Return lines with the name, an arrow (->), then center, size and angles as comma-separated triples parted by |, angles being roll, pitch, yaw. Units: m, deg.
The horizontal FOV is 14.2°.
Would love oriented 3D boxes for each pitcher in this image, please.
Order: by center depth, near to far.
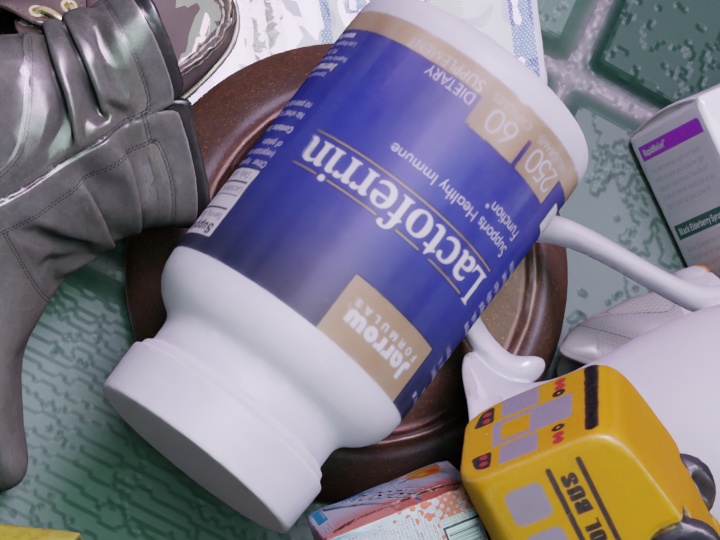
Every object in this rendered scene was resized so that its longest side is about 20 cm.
pitcher -> 0.133, 0.051, 1.188 | 0.199, 0.121, 0.172 | -7, 75, 13

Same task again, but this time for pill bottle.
pill bottle -> -0.008, -0.002, 1.165 | 0.116, 0.116, 0.200 | 38, 78, -7

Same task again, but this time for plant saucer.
plant saucer -> 0.000, 0.000, 1.244 | 0.200, 0.034, 0.201 | 1, 87, -16

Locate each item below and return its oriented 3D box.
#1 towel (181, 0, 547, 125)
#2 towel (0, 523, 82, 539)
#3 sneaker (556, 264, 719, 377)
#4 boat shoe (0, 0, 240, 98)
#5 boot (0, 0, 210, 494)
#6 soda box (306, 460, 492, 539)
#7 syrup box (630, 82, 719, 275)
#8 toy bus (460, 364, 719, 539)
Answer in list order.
towel -> -0.018, -0.137, 1.279 | 0.199, 0.024, 0.147 | -7, 85, -16
towel -> -0.203, 0.152, 1.088 | 0.199, 0.023, 0.144 | 6, 61, 13
sneaker -> 0.145, 0.104, 1.267 | 0.092, 0.076, 0.201 | -18, 78, -11
boat shoe -> -0.140, -0.082, 1.201 | 0.199, 0.060, 0.072 | -19, 86, -11
boot -> -0.118, -0.010, 1.167 | 0.130, 0.068, 0.201 | -14, 112, -17
soda box -> 0.043, 0.178, 1.123 | 0.063, 0.068, 0.201 | -20, 95, -5
syrup box -> 0.206, 0.006, 1.291 | 0.079, 0.081, 0.200 | -24, 89, -20
toy bus -> 0.116, 0.136, 1.104 | 0.078, 0.065, 0.200 | -24, 109, 12
